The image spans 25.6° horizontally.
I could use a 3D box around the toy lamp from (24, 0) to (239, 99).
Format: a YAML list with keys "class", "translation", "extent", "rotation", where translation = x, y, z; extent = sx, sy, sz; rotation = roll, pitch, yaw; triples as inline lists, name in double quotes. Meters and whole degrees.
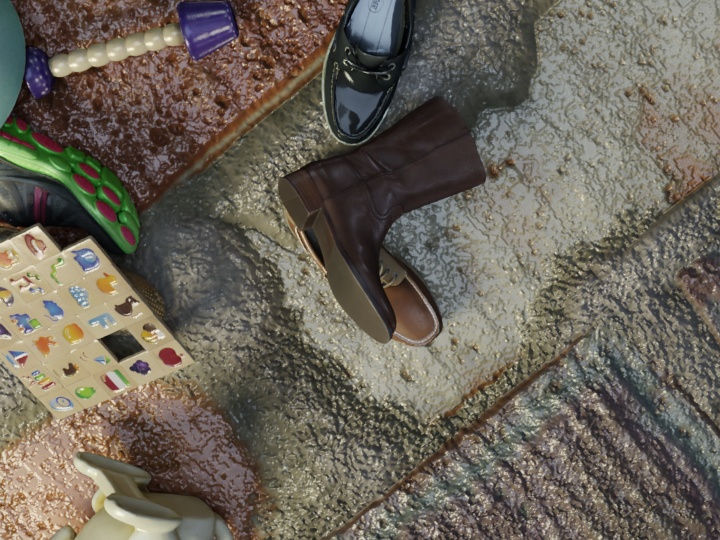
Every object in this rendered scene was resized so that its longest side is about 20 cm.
- class: "toy lamp"
  translation: [-0.213, -0.209, 1.478]
  extent: [0.200, 0.058, 0.058]
  rotation: [-14, 99, 4]

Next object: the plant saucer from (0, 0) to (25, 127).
- class: "plant saucer"
  translation: [-0.405, -0.191, 1.449]
  extent: [0.200, 0.036, 0.200]
  rotation: [-2, 82, 13]

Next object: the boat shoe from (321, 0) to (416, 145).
- class: "boat shoe"
  translation: [0.012, -0.212, 1.473]
  extent: [0.074, 0.066, 0.200]
  rotation: [20, 99, -4]

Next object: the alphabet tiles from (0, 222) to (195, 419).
- class: "alphabet tiles"
  translation: [-0.278, 0.046, 1.480]
  extent: [0.167, 0.008, 0.200]
  rotation: [-23, 122, 22]

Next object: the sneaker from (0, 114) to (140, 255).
- class: "sneaker"
  translation: [-0.297, -0.074, 1.498]
  extent: [0.200, 0.077, 0.084]
  rotation: [34, 119, -6]

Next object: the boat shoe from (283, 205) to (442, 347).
- class: "boat shoe"
  translation: [0.000, 0.000, 1.505]
  extent: [0.200, 0.072, 0.076]
  rotation: [44, 96, -7]

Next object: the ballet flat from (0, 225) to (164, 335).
- class: "ballet flat"
  translation: [-0.277, 0.012, 1.491]
  extent: [0.200, 0.065, 0.071]
  rotation: [19, 82, -14]

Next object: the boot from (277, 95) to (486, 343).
- class: "boot"
  translation: [0.050, -0.052, 1.460]
  extent: [0.200, 0.064, 0.186]
  rotation: [-26, 83, -25]

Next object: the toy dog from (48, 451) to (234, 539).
- class: "toy dog"
  translation: [-0.236, 0.300, 1.535]
  extent: [0.194, 0.140, 0.200]
  rotation: [20, 99, -41]
